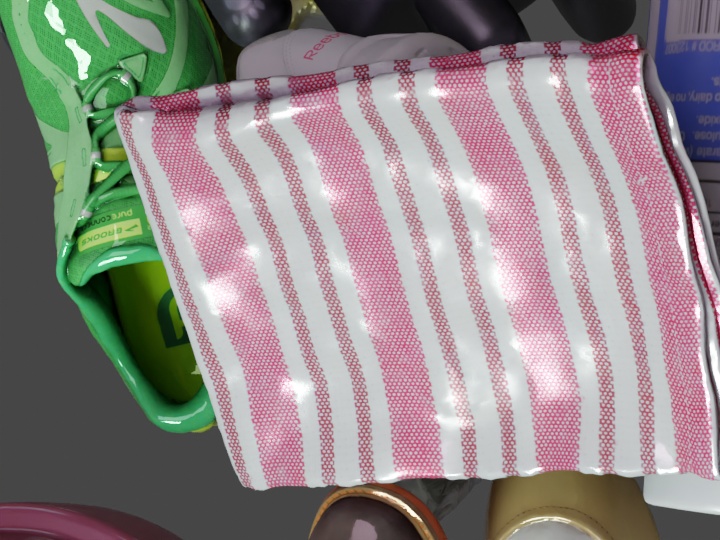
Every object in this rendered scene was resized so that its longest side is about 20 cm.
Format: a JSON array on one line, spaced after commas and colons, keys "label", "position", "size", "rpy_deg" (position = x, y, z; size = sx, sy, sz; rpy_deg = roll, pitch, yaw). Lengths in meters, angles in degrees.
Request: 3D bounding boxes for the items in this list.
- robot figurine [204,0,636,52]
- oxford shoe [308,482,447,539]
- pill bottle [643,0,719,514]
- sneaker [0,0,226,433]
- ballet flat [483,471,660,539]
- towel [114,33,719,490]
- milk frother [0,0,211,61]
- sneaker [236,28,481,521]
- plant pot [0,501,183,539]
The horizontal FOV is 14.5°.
[{"label": "robot figurine", "position": [0.016, -0.154, 1.002], "size": [0.200, 0.150, 0.125], "rpy_deg": [54, 143, 17]}, {"label": "oxford shoe", "position": [-0.003, 0.172, 0.973], "size": [0.071, 0.073, 0.200], "rpy_deg": [6, 103, 21]}, {"label": "pill bottle", "position": [0.145, -0.018, 0.942], "size": [0.112, 0.112, 0.200], "rpy_deg": [5, 88, 21]}, {"label": "sneaker", "position": [-0.077, -0.034, 1.010], "size": [0.074, 0.084, 0.200], "rpy_deg": [-17, 107, 5]}, {"label": "ballet flat", "position": [0.074, 0.149, 0.977], "size": [0.069, 0.063, 0.200], "rpy_deg": [-10, 81, 19]}, {"label": "towel", "position": [0.020, 0.004, 0.904], "size": [0.200, 0.030, 0.146], "rpy_deg": [-5, 114, 31]}, {"label": "milk frother", "position": [-0.173, -0.146, 1.033], "size": [0.200, 0.188, 0.181], "rpy_deg": [19, 119, 24]}, {"label": "sneaker", "position": [0.000, 0.000, 0.994], "size": [0.099, 0.078, 0.200], "rpy_deg": [21, 126, 39]}, {"label": "plant pot", "position": [-0.142, 0.181, 0.994], "size": [0.200, 0.179, 0.200], "rpy_deg": [-2, 84, 21]}]
